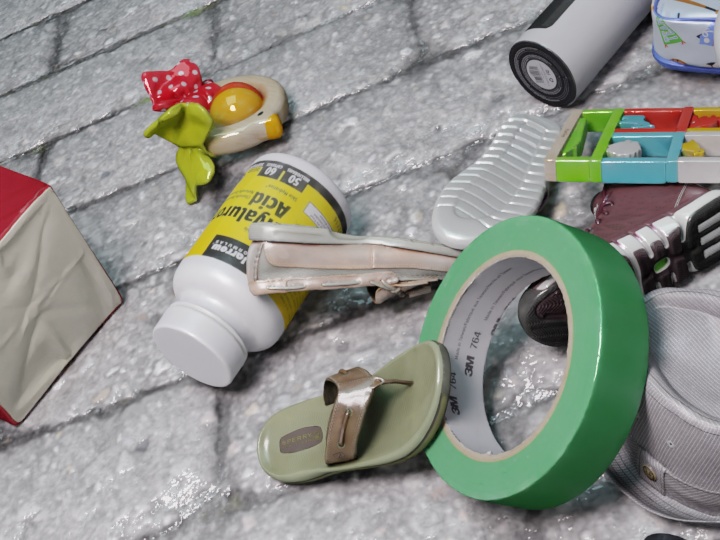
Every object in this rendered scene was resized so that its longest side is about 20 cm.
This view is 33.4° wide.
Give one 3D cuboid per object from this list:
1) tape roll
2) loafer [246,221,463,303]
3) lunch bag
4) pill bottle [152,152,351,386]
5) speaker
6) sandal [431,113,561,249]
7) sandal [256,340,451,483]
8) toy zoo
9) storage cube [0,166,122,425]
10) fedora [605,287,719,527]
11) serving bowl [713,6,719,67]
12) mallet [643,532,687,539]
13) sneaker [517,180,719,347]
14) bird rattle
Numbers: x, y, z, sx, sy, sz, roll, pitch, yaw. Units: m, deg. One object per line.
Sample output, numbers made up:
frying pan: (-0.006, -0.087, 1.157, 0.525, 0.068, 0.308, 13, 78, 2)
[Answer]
tape roll: (0.115, 0.064, 0.851, 0.200, 0.048, 0.203, -29, 53, 49)
loafer: (0.000, 0.000, 1.021, 0.197, 0.064, 0.072, 7, 0, -9)
lunch bag: (0.351, -0.264, 1.102, 0.158, 0.076, 0.201, 9, 52, 27)
pill bottle: (-0.099, 0.001, 1.077, 0.110, 0.112, 0.201, 8, 53, 36)
speaker: (0.233, -0.254, 1.169, 0.081, 0.082, 0.200, 22, 61, 43)
sandal: (0.130, -0.069, 1.067, 0.082, 0.050, 0.203, 20, 45, 24)
sandal: (-0.012, 0.112, 0.910, 0.200, 0.057, 0.081, -28, 52, 31)
toy zoo: (0.262, -0.105, 0.995, 0.197, 0.021, 0.131, 2, 27, 21)
storage cube: (-0.371, 0.011, 1.168, 0.178, 0.201, 0.172, 19, 58, 34)
fedora: (0.235, 0.075, 0.817, 0.176, 0.091, 0.201, -31, 40, -2)
serving bowl: (0.354, -0.139, 0.932, 0.066, 0.198, 0.201, -61, 27, 32)
mallet: (0.124, 0.212, 0.790, 0.198, 0.041, 0.066, -10, 46, 29)
sneaker: (0.195, -0.017, 0.963, 0.198, 0.076, 0.116, -26, 33, -11)
bird rattle: (-0.157, -0.166, 1.326, 0.161, 0.114, 0.201, -12, 29, 3)
